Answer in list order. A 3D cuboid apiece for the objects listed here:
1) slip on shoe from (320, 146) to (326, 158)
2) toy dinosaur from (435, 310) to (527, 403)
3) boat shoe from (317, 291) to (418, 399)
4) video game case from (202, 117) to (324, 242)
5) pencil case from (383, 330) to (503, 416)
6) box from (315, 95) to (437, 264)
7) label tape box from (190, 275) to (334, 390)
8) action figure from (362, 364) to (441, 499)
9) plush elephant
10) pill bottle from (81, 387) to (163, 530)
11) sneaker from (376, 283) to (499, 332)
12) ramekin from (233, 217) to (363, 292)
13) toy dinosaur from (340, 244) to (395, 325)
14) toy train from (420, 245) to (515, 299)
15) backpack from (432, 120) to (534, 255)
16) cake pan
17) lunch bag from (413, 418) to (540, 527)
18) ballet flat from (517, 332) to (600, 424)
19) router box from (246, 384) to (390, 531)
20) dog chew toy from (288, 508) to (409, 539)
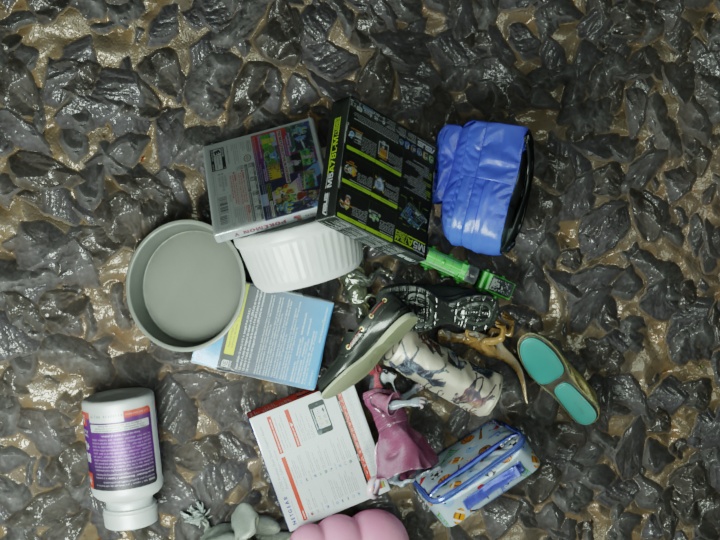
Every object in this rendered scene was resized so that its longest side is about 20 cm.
[{"bbox_3d":[-0.097,-0.147,1.698,0.199,0.076,0.061,-18,91,-7],"label":"slip on shoe"},{"bbox_3d":[0.222,0.126,1.806,0.199,0.061,0.106,28,117,-9],"label":"toy dinosaur"},{"bbox_3d":[0.001,0.119,1.691,0.201,0.074,0.063,-47,69,14],"label":"boat shoe"},{"bbox_3d":[-0.142,-0.139,1.632,0.181,0.201,0.023,-15,138,1],"label":"video game case"},{"bbox_3d":[0.133,0.158,1.758,0.199,0.090,0.078,29,124,-4],"label":"pencil case"},{"bbox_3d":[0.029,-0.131,1.605,0.199,0.047,0.194,23,68,-41],"label":"box"},{"bbox_3d":[-0.154,0.096,1.712,0.199,0.066,0.144,13,91,-7],"label":"label tape box"},{"bbox_3d":[0.048,0.245,1.735,0.148,0.134,0.201,-27,77,5],"label":"action figure"},{"bbox_3d":[-0.195,0.449,1.681,0.200,0.155,0.165,43,85,-12],"label":"plush elephant"},{"bbox_3d":[-0.361,0.288,1.657,0.111,0.111,0.201,-6,95,-11],"label":"pill bottle"},{"bbox_3d":[0.119,0.055,1.752,0.199,0.091,0.076,9,103,-13],"label":"sneaker"},{"bbox_3d":[-0.087,-0.034,1.645,0.201,0.202,0.095,-17,99,-10],"label":"ramekin"},{"bbox_3d":[0.000,0.000,1.748,0.088,0.047,0.201,-26,96,-2],"label":"toy dinosaur"},{"bbox_3d":[0.163,0.000,1.775,0.199,0.056,0.042,22,89,-13],"label":"toy train"},{"bbox_3d":[0.190,-0.129,1.724,0.167,0.162,0.201,9,93,17],"label":"backpack"},{"bbox_3d":[-0.262,0.023,1.656,0.199,0.037,0.202,-1,87,17],"label":"cake pan"},{"bbox_3d":[0.190,0.323,1.751,0.199,0.160,0.076,-34,100,-7],"label":"lunch bag"},{"bbox_3d":[0.332,0.174,1.820,0.071,0.071,0.200,-42,102,-6],"label":"ballet flat"},{"bbox_3d":[-0.068,0.293,1.751,0.179,0.049,0.201,-20,98,-10],"label":"router box"},{"bbox_3d":[-0.024,0.443,1.724,0.199,0.124,0.125,6,93,-22],"label":"dog chew toy"}]
